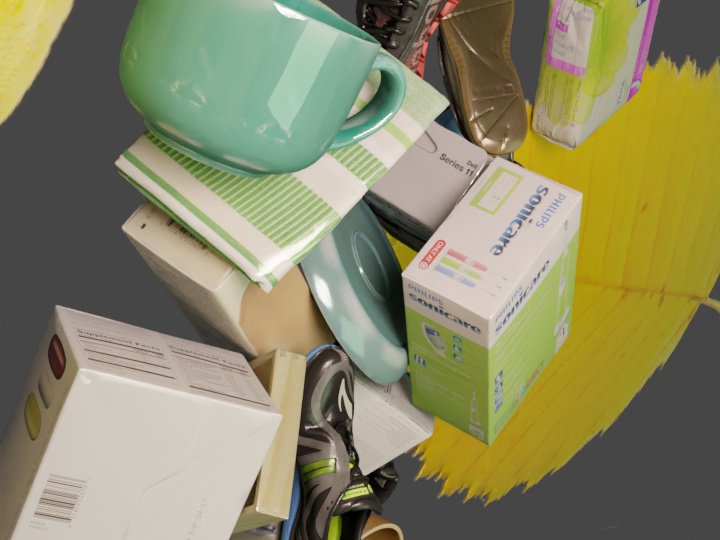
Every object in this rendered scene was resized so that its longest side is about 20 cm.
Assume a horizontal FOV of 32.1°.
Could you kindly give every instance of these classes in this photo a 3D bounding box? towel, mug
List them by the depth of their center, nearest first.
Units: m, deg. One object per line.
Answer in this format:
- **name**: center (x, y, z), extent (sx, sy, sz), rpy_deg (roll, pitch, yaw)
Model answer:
- **mug**: center (-0.065, -0.123, 0.818), extent (0.114, 0.185, 0.152), rpy_deg (-63, -175, 13)
- **towel**: center (-0.056, -0.098, 0.901), extent (0.200, 0.153, 0.023), rpy_deg (-48, 171, -19)

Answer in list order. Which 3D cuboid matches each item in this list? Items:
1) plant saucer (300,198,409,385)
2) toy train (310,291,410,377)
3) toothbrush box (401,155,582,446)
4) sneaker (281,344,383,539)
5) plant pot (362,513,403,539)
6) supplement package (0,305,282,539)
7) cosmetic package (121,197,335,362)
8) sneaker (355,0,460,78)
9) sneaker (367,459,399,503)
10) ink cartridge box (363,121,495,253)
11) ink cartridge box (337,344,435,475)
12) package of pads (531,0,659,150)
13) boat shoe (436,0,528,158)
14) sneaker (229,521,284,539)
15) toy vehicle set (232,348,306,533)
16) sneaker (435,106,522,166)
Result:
- **plant saucer**: center (0.000, 0.000, 1.064), extent (0.027, 0.200, 0.200), rpy_deg (-23, 159, 17)
- **toy train**: center (-0.003, 0.088, 1.211), extent (0.087, 0.114, 0.200), rpy_deg (-44, 150, -29)
- **toothbrush box**: center (0.112, 0.029, 1.051), extent (0.146, 0.086, 0.200), rpy_deg (-50, 155, -26)
- **sneaker**: center (-0.017, 0.156, 0.971), extent (0.071, 0.083, 0.200), rpy_deg (-2, 94, -47)
- **plant pot**: center (-0.095, 0.256, 1.128), extent (0.186, 0.200, 0.186), rpy_deg (-40, 147, -33)
- **supplement package**: center (-0.177, 0.151, 0.910), extent (0.156, 0.111, 0.200), rpy_deg (18, 103, -27)
- **cosmetic package**: center (-0.098, 0.014, 0.987), extent (0.071, 0.105, 0.200), rpy_deg (-50, 154, -15)
- **sneaker**: center (0.024, -0.198, 1.013), extent (0.200, 0.071, 0.098), rpy_deg (-63, 157, 4)
- **sneaker**: center (0.006, 0.200, 1.345), extent (0.200, 0.111, 0.077), rpy_deg (-25, 137, -49)
- **ink cartridge box**: center (0.070, -0.065, 1.148), extent (0.083, 0.147, 0.200), rpy_deg (-54, 152, -4)
- **ink cartridge box**: center (-0.036, 0.150, 1.171), extent (0.200, 0.109, 0.050), rpy_deg (-36, -154, 35)
- **package of pads**: center (0.262, -0.248, 1.379), extent (0.155, 0.068, 0.200), rpy_deg (-40, 147, -34)
- **boat shoe**: center (0.097, -0.191, 1.090), extent (0.072, 0.201, 0.066), rpy_deg (-7, 171, -18)
- **sneaker**: center (-0.072, 0.172, 1.027), extent (0.081, 0.074, 0.200), rpy_deg (88, 22, -47)
- **toy vehicle set**: center (-0.108, 0.145, 0.989), extent (0.027, 0.200, 0.124), rpy_deg (18, 65, -27)
- **sneaker**: center (0.136, -0.125, 1.267), extent (0.083, 0.071, 0.200), rpy_deg (-53, 151, 1)
